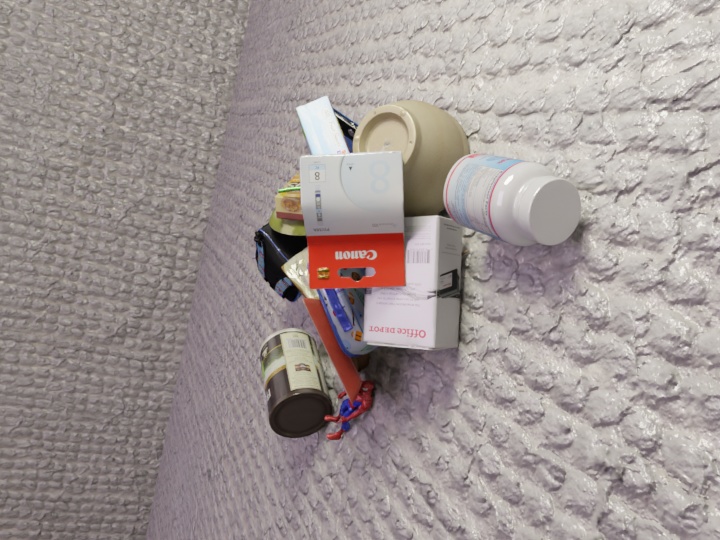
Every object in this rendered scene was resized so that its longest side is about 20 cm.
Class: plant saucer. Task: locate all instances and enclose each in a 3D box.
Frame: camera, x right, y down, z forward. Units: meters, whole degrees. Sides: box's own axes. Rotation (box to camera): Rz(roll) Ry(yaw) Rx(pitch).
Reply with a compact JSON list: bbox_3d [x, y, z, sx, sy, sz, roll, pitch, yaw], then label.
[{"bbox_3d":[-0.118,-0.139,1.480,0.201,0.195,0.032,-126,25,-57],"label":"plant saucer"},{"bbox_3d":[-0.050,0.137,1.191,0.200,0.036,0.204,144,101,-85],"label":"plant saucer"}]

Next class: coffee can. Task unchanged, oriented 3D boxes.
[{"bbox_3d":[-0.151,0.256,1.464,0.148,0.143,0.202,-64,29,30],"label":"coffee can"}]

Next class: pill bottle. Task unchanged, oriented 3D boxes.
[{"bbox_3d":[0.203,-0.096,0.868,0.200,0.106,0.111,33,111,63],"label":"pill bottle"}]

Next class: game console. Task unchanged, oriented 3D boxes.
[{"bbox_3d":[-0.037,-0.212,1.338,0.119,0.169,0.201,-51,-13,-18],"label":"game console"}]

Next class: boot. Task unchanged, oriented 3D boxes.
[{"bbox_3d":[-0.062,0.014,1.425,0.155,0.200,0.072,-43,-11,-4],"label":"boot"}]

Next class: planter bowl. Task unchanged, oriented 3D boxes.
[{"bbox_3d":[0.068,-0.196,1.065,0.196,0.134,0.206,-5,81,30],"label":"planter bowl"}]

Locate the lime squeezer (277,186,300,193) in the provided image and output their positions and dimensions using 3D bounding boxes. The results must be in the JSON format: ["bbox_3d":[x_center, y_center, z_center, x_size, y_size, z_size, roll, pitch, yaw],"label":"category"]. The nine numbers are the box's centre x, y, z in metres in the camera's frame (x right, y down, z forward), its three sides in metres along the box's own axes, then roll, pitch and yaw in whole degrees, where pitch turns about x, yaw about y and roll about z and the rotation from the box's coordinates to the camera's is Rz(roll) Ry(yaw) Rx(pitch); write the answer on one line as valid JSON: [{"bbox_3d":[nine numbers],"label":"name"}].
[{"bbox_3d":[-0.073,-0.150,1.338,0.072,0.197,0.038,-62,-2,14],"label":"lime squeezer"}]

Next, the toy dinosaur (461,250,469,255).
[{"bbox_3d":[0.101,0.007,1.108,0.199,0.059,0.109,12,91,65],"label":"toy dinosaur"}]

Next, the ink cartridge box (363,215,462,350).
[{"bbox_3d":[0.084,0.021,1.032,0.142,0.083,0.206,1,87,39],"label":"ink cartridge box"}]

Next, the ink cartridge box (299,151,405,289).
[{"bbox_3d":[-0.011,-0.075,0.974,0.047,0.156,0.206,-10,-82,-85],"label":"ink cartridge box"}]

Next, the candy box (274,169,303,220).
[{"bbox_3d":[-0.106,-0.179,1.455,0.201,0.112,0.057,-61,-27,-56],"label":"candy box"}]

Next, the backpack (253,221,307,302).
[{"bbox_3d":[-0.176,-0.025,1.581,0.183,0.134,0.201,46,153,8],"label":"backpack"}]

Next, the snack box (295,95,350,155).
[{"bbox_3d":[-0.044,-0.174,1.122,0.201,0.066,0.172,77,174,-70],"label":"snack box"}]

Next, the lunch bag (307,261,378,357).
[{"bbox_3d":[-0.014,0.047,1.136,0.075,0.159,0.204,-30,80,29],"label":"lunch bag"}]

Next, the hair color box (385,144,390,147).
[{"bbox_3d":[0.077,-0.183,1.229,0.199,0.063,0.114,-177,97,-67],"label":"hair color box"}]

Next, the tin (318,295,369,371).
[{"bbox_3d":[-0.031,0.115,1.274,0.112,0.041,0.204,34,141,53],"label":"tin"}]

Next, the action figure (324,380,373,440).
[{"bbox_3d":[-0.022,0.278,1.294,0.201,0.051,0.067,-53,31,41],"label":"action figure"}]
